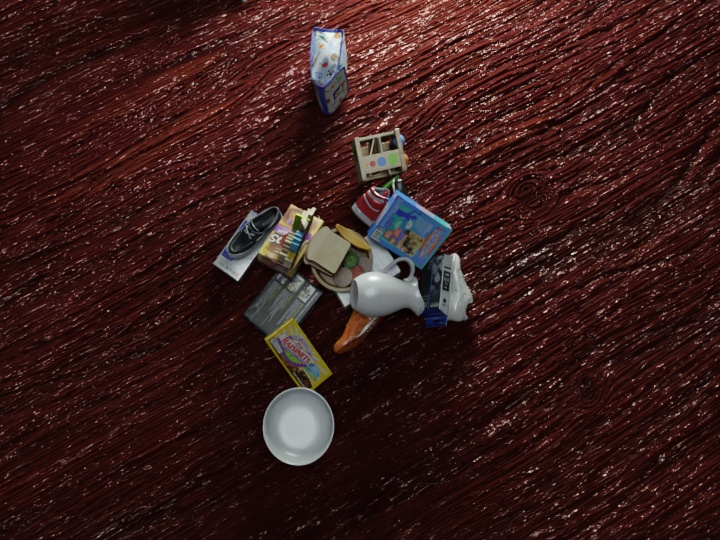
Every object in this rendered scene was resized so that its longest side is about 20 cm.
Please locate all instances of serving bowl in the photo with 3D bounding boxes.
[{"bbox_3d":[-0.168,0.428,1.603,0.195,0.066,0.205,0,78,-1],"label":"serving bowl"}]

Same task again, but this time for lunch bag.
[{"bbox_3d":[-0.098,-0.613,1.803,0.121,0.170,0.205,5,75,5],"label":"lunch bag"}]

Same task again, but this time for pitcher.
[{"bbox_3d":[0.071,0.043,1.632,0.195,0.121,0.176,1,68,-19],"label":"pitcher"}]

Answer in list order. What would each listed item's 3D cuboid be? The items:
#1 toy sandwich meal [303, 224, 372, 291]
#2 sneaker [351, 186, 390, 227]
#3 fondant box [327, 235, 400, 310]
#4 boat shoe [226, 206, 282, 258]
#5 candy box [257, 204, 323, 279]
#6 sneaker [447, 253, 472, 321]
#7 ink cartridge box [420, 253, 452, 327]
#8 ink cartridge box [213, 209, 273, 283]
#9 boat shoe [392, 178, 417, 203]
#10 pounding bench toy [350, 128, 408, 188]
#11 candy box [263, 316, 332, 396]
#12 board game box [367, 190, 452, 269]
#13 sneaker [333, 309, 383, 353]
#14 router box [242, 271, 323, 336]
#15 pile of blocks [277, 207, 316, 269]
[{"bbox_3d":[-0.059,-0.040,1.655,0.200,0.070,0.210,1,76,-2],"label":"toy sandwich meal"},{"bbox_3d":[0.081,-0.161,1.703,0.198,0.072,0.113,36,116,-18],"label":"sneaker"},{"bbox_3d":[0.000,0.000,1.714,0.198,0.058,0.146,-31,79,-9],"label":"fondant box"},{"bbox_3d":[-0.312,-0.114,1.695,0.199,0.068,0.072,-37,80,-9],"label":"boat shoe"},{"bbox_3d":[-0.202,-0.086,1.702,0.115,0.057,0.202,26,60,5],"label":"candy box"},{"bbox_3d":[0.282,0.053,1.711,0.097,0.075,0.205,10,75,-19],"label":"sneaker"},{"bbox_3d":[0.216,0.060,1.682,0.039,0.099,0.205,14,74,-30],"label":"ink cartridge box"},{"bbox_3d":[-0.344,-0.072,1.737,0.094,0.037,0.202,32,80,7],"label":"ink cartridge box"},{"bbox_3d":[0.148,-0.181,1.712,0.062,0.074,0.205,-13,111,26],"label":"boat shoe"},{"bbox_3d":[0.069,-0.306,1.751,0.152,0.124,0.205,-12,94,-5],"label":"pounding bench toy"},{"bbox_3d":[-0.174,0.242,1.635,0.102,0.026,0.202,-37,101,-12],"label":"candy box"},{"bbox_3d":[0.141,-0.114,1.669,0.198,0.045,0.153,30,113,-19],"label":"board game box"},{"bbox_3d":[-0.010,0.160,1.677,0.077,0.073,0.200,40,70,19],"label":"sneaker"},{"bbox_3d":[-0.224,0.100,1.687,0.148,0.051,0.201,38,77,8],"label":"router box"},{"bbox_3d":[-0.188,-0.103,1.634,0.061,0.083,0.203,21,59,-1],"label":"pile of blocks"}]
